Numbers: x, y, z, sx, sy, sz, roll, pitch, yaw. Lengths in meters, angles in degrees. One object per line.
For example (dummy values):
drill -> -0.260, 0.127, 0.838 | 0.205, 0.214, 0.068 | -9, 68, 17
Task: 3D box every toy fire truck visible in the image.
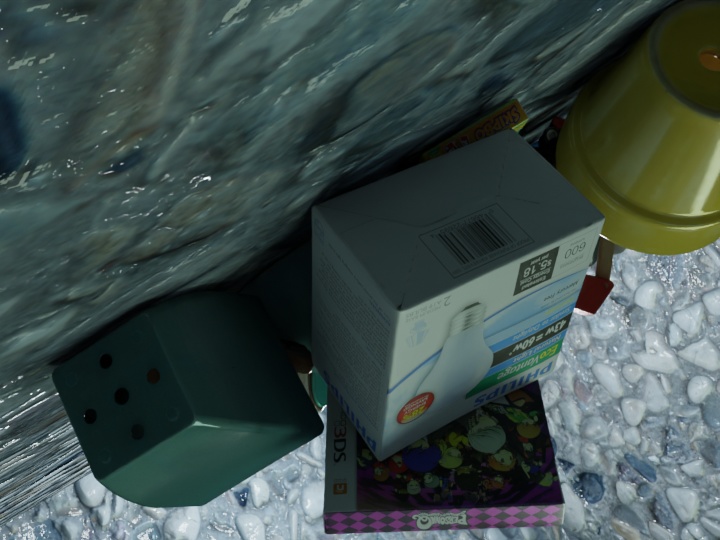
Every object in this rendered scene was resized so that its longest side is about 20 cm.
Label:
toy fire truck -> 0.248, -0.064, 1.066 | 0.049, 0.140, 0.202 | 54, 59, -84

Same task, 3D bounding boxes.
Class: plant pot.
plant pot -> -0.146, 0.103, 0.736 | 0.140, 0.142, 0.200 | -32, 165, 9
plant pot -> 0.302, -0.144, 0.859 | 0.199, 0.202, 0.189 | -30, 160, -15
plant pot -> -0.009, 0.036, 0.935 | 0.199, 0.136, 0.200 | -31, 176, -2

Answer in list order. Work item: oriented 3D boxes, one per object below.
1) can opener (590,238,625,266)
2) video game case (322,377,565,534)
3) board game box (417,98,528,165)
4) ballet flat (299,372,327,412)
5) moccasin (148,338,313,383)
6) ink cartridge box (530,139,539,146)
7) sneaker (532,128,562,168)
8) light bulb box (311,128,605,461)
can opener -> 0.292, -0.103, 1.127 | 0.052, 0.203, 0.066 | 6, -152, 37
video game case -> 0.066, 0.144, 0.806 | 0.197, 0.036, 0.182 | -2, -141, 2
board game box -> 0.091, -0.100, 0.852 | 0.095, 0.030, 0.200 | -31, 178, -5
ballet flat -> -0.065, 0.097, 1.165 | 0.069, 0.069, 0.202 | -34, -144, 38
moccasin -> -0.138, 0.110, 0.874 | 0.199, 0.079, 0.074 | -13, 172, 11
ink cartridge box -> 0.182, -0.054, 1.198 | 0.199, 0.148, 0.144 | -27, 175, -42
sneaker -> 0.202, -0.101, 1.001 | 0.198, 0.076, 0.080 | -21, 133, 3
light bulb box -> 0.070, 0.021, 0.757 | 0.196, 0.125, 0.201 | -23, 143, -21
